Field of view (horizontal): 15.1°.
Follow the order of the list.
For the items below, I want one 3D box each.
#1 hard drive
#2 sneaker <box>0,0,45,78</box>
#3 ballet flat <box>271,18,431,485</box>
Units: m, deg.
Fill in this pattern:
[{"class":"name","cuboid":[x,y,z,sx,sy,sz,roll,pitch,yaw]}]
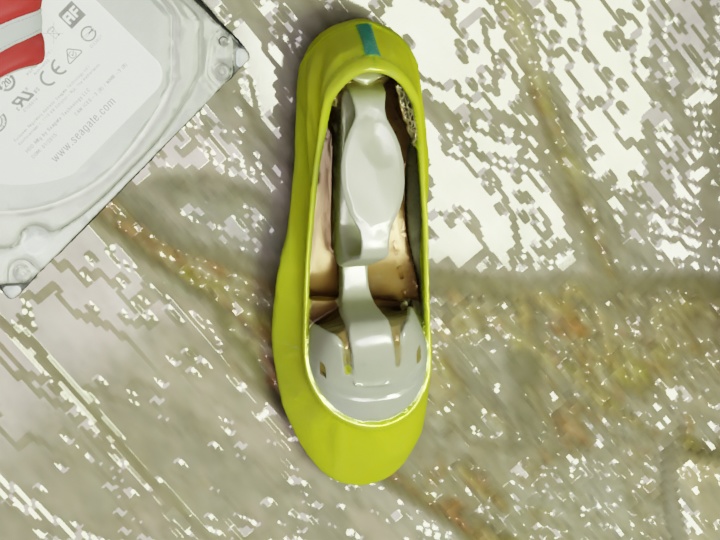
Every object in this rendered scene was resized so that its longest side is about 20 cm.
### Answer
[{"class":"hard drive","cuboid":[-0.159,-0.104,1.052,0.140,0.038,0.200,-44,108,2]},{"class":"sneaker","cuboid":[-0.209,-0.099,0.986,0.199,0.071,0.113,-8,103,-11]},{"class":"ballet flat","cuboid":[0.000,0.000,1.097,0.067,0.067,0.201,-3,106,-11]}]
